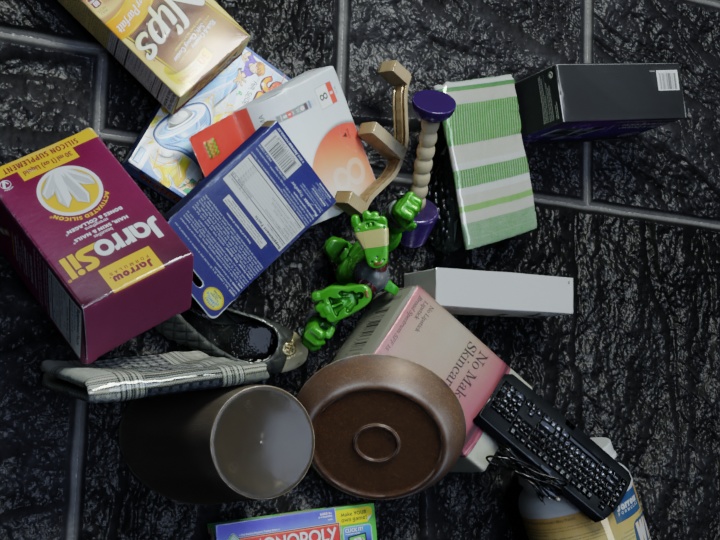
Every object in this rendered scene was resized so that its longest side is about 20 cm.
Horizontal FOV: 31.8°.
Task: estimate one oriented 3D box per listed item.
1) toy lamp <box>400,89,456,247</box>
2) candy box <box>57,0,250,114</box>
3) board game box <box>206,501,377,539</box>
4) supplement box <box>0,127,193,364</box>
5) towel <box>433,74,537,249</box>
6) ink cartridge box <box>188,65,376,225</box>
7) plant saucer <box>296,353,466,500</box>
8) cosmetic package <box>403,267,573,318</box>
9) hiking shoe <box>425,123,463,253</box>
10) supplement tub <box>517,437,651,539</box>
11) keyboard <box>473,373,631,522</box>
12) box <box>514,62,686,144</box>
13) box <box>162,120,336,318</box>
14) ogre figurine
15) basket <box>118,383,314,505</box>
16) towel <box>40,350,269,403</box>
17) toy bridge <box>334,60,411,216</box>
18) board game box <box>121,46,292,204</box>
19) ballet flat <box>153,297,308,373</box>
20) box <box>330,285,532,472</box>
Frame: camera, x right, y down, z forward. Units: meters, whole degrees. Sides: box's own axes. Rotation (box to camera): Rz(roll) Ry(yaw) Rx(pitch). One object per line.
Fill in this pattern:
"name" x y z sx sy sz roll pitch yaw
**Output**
"toy lamp" 0.074 -0.115 1.493 0.058 0.200 0.058 6 39 -5
"candy box" -0.234 -0.285 1.395 0.200 0.055 0.115 44 67 0
"board game box" -0.072 0.342 1.432 0.199 0.029 0.135 -3 85 -28
"supplement box" -0.278 -0.028 1.285 0.131 0.103 0.200 -29 64 -28
"towel" 0.156 -0.136 1.550 0.152 0.023 0.201 -15 97 -47
"ink cartridge box" -0.083 -0.124 1.444 0.200 0.050 0.163 -36 114 -38
"plant saucer" 0.019 0.186 1.420 0.200 0.200 0.035 42 24 -16
"cosmetic package" 0.159 0.030 1.563 0.199 0.082 0.051 4 81 -26
"hiking shoe" 0.128 -0.119 1.571 0.086 0.074 0.201 7 81 -27
"supplement tub" 0.278 0.320 1.549 0.144 0.145 0.201 -19 92 -28
"keyboard" 0.223 0.213 1.452 0.200 0.040 0.104 39 67 -5
"box" 0.296 -0.214 1.634 0.199 0.141 0.079 -5 88 -28
"box" -0.133 -0.056 1.394 0.200 0.032 0.121 -45 114 -19
"ogre figurine" 0.000 0.000 1.445 0.098 0.120 0.201 16 91 1
"basket" -0.138 0.180 1.323 0.180 0.200 0.136 20 75 -24
"towel" -0.216 0.102 1.293 0.192 0.200 0.035 -5 92 -28
"toy bridge" 0.026 -0.152 1.495 0.067 0.027 0.200 36 64 -41
"board game box" -0.167 -0.164 1.447 0.135 0.034 0.200 34 69 -20
"ballet flat" -0.146 0.071 1.413 0.200 0.057 0.067 19 71 -24
"box" 0.081 0.130 1.493 0.200 0.109 0.128 41 67 -16
